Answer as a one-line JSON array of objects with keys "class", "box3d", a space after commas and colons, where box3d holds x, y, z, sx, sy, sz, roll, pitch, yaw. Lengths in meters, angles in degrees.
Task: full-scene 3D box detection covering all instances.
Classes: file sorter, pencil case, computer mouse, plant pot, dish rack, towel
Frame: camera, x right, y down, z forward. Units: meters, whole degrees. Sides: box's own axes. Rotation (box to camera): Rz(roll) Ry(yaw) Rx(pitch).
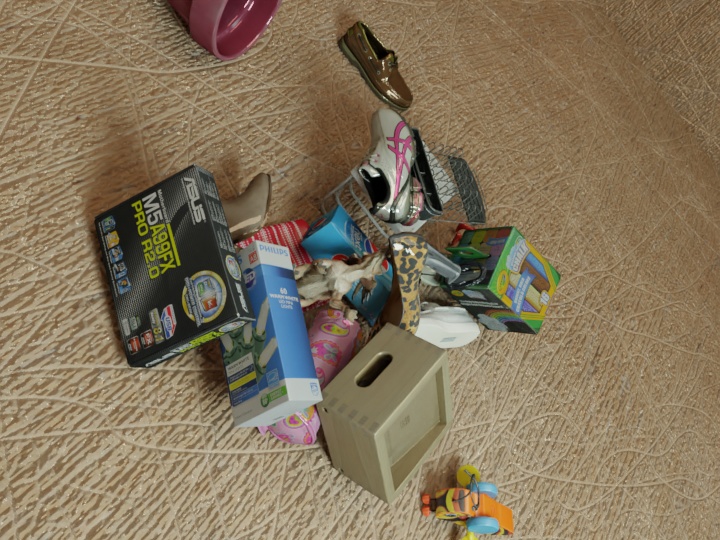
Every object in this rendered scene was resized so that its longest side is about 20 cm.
[{"class": "file sorter", "box3d": [0.047, -0.127, 1.161, 0.139, 0.124, 0.200, 52, 43, -4]}, {"class": "pencil case", "box3d": [-0.066, 0.145, 0.931, 0.087, 0.087, 0.201, 42, 45, -13]}, {"class": "computer mouse", "box3d": [0.108, 0.009, 1.112, 0.034, 0.198, 0.059, 52, 41, -64]}, {"class": "plant pot", "box3d": [-0.239, -0.473, 1.084, 0.178, 0.201, 0.200, 38, 44, 4]}, {"class": "dish rack", "box3d": [0.148, -0.149, 1.137, 0.199, 0.054, 0.155, 2, 67, -41]}, {"class": "towel", "box3d": [-0.126, 0.000, 1.007, 0.199, 0.022, 0.146, -17, 77, -46]}]

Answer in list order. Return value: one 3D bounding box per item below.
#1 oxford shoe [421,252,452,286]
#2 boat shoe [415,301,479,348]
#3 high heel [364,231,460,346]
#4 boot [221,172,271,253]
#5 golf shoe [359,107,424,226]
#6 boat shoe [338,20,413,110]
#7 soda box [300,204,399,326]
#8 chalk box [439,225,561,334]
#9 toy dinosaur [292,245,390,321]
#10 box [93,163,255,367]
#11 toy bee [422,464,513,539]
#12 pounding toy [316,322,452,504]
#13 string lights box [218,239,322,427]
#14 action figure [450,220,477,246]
[{"class": "oxford shoe", "box3d": [0.162, -0.004, 1.241, 0.198, 0.058, 0.076, 18, 56, -32]}, {"class": "boat shoe", "box3d": [0.125, 0.087, 1.148, 0.198, 0.072, 0.069, 1, 50, -39]}, {"class": "high heel", "box3d": [0.037, 0.035, 0.968, 0.142, 0.200, 0.072, 29, 17, -41]}, {"class": "boot", "box3d": [-0.206, -0.075, 0.927, 0.145, 0.070, 0.202, 20, 55, -23]}, {"class": "golf shoe", "box3d": [0.039, -0.168, 1.037, 0.091, 0.072, 0.202, 8, 63, -37]}, {"class": "boat shoe", "box3d": [0.043, -0.414, 1.373, 0.200, 0.068, 0.072, 43, 43, -15]}, {"class": "soda box", "box3d": [0.000, 0.000, 1.062, 0.200, 0.068, 0.064, 49, 29, -17]}, {"class": "chalk box", "box3d": [0.231, 0.005, 1.177, 0.200, 0.124, 0.125, 41, 67, -30]}, {"class": "toy dinosaur", "box3d": [-0.054, 0.016, 0.965, 0.136, 0.198, 0.087, -40, 127, -74]}, {"class": "box", "box3d": [-0.229, -0.004, 0.818, 0.044, 0.159, 0.202, 23, 46, -68]}, {"class": "toy bee", "box3d": [0.152, 0.345, 1.004, 0.201, 0.108, 0.131, 64, 28, -28]}, {"class": "pounding toy", "box3d": [0.037, 0.180, 0.933, 0.200, 0.141, 0.185, -43, 140, -32]}, {"class": "string lights box", "box3d": [-0.120, 0.078, 0.825, 0.059, 0.102, 0.202, 11, 56, -49]}, {"class": "action figure", "box3d": [0.269, -0.015, 1.346, 0.198, 0.099, 0.066, 25, 50, 1]}]
